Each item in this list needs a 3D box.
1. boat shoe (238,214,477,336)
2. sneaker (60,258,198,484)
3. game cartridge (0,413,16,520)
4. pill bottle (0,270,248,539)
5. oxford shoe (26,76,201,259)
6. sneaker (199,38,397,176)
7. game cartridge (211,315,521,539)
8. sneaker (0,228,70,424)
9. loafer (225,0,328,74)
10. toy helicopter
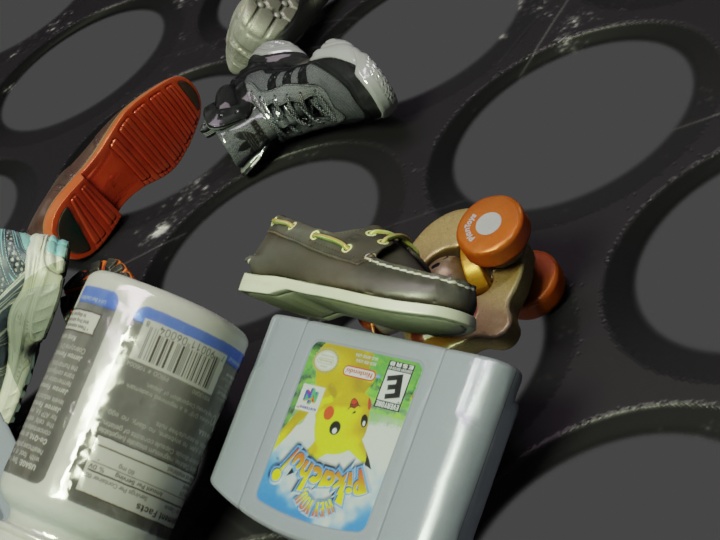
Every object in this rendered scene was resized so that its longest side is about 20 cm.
[{"bbox_3d":[0.000,0.000,1.105,0.201,0.072,0.061,8,76,48],"label":"boat shoe"},{"bbox_3d":[-0.147,0.079,1.241,0.075,0.078,0.201,-30,50,10],"label":"sneaker"},{"bbox_3d":[-0.309,0.179,1.177,0.199,0.041,0.134,-19,55,-23],"label":"game cartridge"},{"bbox_3d":[-0.158,0.112,1.116,0.113,0.114,0.201,12,76,47],"label":"pill bottle"},{"bbox_3d":[-0.216,-0.095,1.528,0.072,0.071,0.200,7,49,51],"label":"oxford shoe"},{"bbox_3d":[-0.056,-0.127,1.437,0.114,0.076,0.200,-45,29,-18],"label":"sneaker"},{"bbox_3d":[-0.004,0.104,1.064,0.199,0.040,0.134,9,77,44],"label":"game cartridge"},{"bbox_3d":[-0.277,0.045,1.301,0.078,0.086,0.201,-87,19,-56],"label":"sneaker"},{"bbox_3d":[-0.073,-0.242,1.603,0.070,0.070,0.200,-53,1,37],"label":"loafer"},{"bbox_3d":[0.039,0.045,1.132,0.132,0.079,0.201,5,59,35],"label":"toy helicopter"}]
